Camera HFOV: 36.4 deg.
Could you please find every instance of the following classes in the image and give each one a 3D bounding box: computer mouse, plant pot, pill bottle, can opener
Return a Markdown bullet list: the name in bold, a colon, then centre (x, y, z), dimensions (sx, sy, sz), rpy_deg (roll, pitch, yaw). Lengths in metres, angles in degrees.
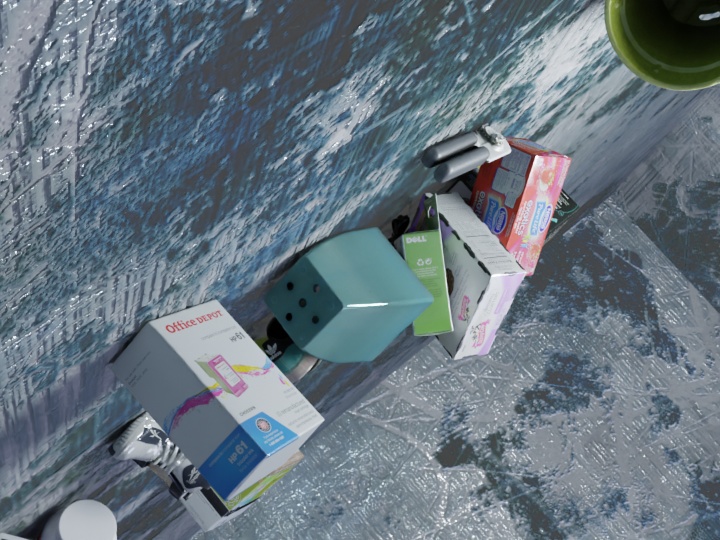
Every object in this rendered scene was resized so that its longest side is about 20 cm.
- **computer mouse**: centre (0.000, 0.000, 1.691), dimensions (0.200, 0.046, 0.140), rpy_deg (-51, 169, -16)
- **plant pot**: centre (0.443, -0.363, 1.448), dimensions (0.200, 0.200, 0.184), rpy_deg (-49, 179, 37)
- **plant pot**: centre (-0.027, 0.037, 1.482), dimensions (0.141, 0.141, 0.200), rpy_deg (-45, 163, 21)
- **pill bottle**: centre (-0.436, 0.424, 1.660), dimensions (0.113, 0.113, 0.200), rpy_deg (-33, 166, -41)
- **can opener**: centre (0.148, -0.160, 1.527), dimensions (0.066, 0.053, 0.200), rpy_deg (-47, 169, 34)

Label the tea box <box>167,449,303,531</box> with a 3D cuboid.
- **tea box**: centre (-0.247, 0.399, 2.205), dimensions (0.197, 0.134, 0.200), rpy_deg (-43, 170, 9)

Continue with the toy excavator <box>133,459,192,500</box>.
- **toy excavator**: centre (-0.249, 0.260, 1.756), dimensions (0.200, 0.100, 0.194), rpy_deg (-49, 173, -8)

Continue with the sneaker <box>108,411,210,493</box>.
- **sneaker**: centre (-0.266, 0.265, 1.564), dimensions (0.079, 0.130, 0.199), rpy_deg (-43, 170, 10)

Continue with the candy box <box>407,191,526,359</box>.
- **candy box**: centre (0.145, 0.006, 1.670), dimensions (0.071, 0.200, 0.168), rpy_deg (-5, 133, -33)

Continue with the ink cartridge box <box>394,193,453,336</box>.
- **ink cartridge box**: centre (0.087, -0.005, 1.601), dimensions (0.059, 0.201, 0.104), rpy_deg (-7, 177, -5)

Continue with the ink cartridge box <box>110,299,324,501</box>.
- **ink cartridge box**: centre (-0.159, 0.139, 1.230), dimensions (0.085, 0.200, 0.144), rpy_deg (-49, 168, 22)

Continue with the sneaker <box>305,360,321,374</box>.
- **sneaker**: centre (-0.094, 0.128, 1.833), dimensions (0.106, 0.075, 0.200), rpy_deg (-39, 180, -41)

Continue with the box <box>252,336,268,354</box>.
- **box**: centre (-0.190, 0.158, 1.637), dimensions (0.122, 0.048, 0.200), rpy_deg (-44, 171, 12)

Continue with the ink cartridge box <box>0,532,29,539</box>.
- **ink cartridge box**: centre (-0.444, 0.454, 1.573), dimensions (0.200, 0.198, 0.044), rpy_deg (129, -25, -48)

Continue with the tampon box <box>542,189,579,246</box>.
- **tampon box**: centre (0.262, -0.089, 1.983), dimensions (0.200, 0.150, 0.126), rpy_deg (-35, 168, -31)

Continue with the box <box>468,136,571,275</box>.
- **box**: centre (0.235, -0.099, 1.697), dimensions (0.095, 0.100, 0.201), rpy_deg (-2, 114, -43)

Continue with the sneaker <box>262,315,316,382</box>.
- **sneaker**: centre (-0.092, 0.083, 1.639), dimensions (0.071, 0.080, 0.200), rpy_deg (-36, -165, 24)

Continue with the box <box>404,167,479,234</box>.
- **box**: centre (0.153, -0.089, 1.830), dimensions (0.200, 0.060, 0.117), rpy_deg (-45, 169, 24)
